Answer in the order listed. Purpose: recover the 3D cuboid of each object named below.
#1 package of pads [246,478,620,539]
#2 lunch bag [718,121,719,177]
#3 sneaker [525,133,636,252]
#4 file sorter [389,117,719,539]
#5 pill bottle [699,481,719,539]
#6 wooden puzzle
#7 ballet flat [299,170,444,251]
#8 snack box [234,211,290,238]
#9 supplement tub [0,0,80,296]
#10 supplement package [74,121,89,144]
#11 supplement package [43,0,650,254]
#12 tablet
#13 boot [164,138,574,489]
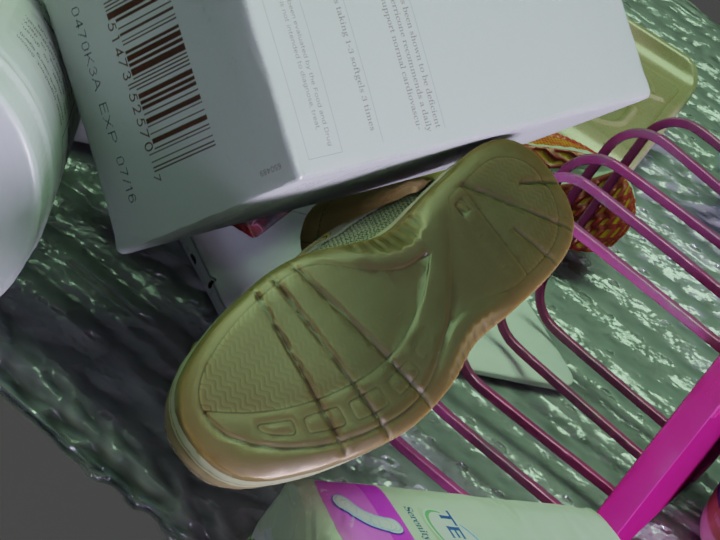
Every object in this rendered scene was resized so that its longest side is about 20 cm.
[{"bbox_3d":[0.060,0.159,0.852,0.154,0.068,0.200,10,32,-36],"label":"package of pads"},{"bbox_3d":[0.313,-0.047,1.455,0.170,0.122,0.200,41,21,21],"label":"lunch bag"},{"bbox_3d":[0.048,-0.063,1.281,0.199,0.073,0.077,29,2,-12],"label":"sneaker"},{"bbox_3d":[0.113,0.026,1.064,0.125,0.139,0.200,40,26,12],"label":"file sorter"},{"bbox_3d":[0.244,0.067,1.068,0.115,0.201,0.116,24,25,-12],"label":"pill bottle"},{"bbox_3d":[0.098,-0.123,1.459,0.184,0.046,0.200,33,29,7],"label":"wooden puzzle"},{"bbox_3d":[0.020,-0.021,1.107,0.062,0.069,0.200,1,1,14],"label":"ballet flat"},{"bbox_3d":[-0.007,-0.130,1.090,0.200,0.143,0.053,-38,40,-23],"label":"snack box"},{"bbox_3d":[-0.173,-0.074,0.962,0.131,0.132,0.200,25,25,-10],"label":"supplement tub"},{"bbox_3d":[-0.107,-0.135,1.159,0.199,0.120,0.122,11,31,-35],"label":"supplement package"},{"bbox_3d":[-0.004,-0.092,0.947,0.199,0.117,0.118,-15,87,-42],"label":"supplement package"},{"bbox_3d":[0.000,0.000,1.152,0.199,0.014,0.130,12,31,-33],"label":"tablet"},{"bbox_3d":[-0.024,0.036,0.915,0.200,0.154,0.072,-38,93,-40],"label":"boot"}]
